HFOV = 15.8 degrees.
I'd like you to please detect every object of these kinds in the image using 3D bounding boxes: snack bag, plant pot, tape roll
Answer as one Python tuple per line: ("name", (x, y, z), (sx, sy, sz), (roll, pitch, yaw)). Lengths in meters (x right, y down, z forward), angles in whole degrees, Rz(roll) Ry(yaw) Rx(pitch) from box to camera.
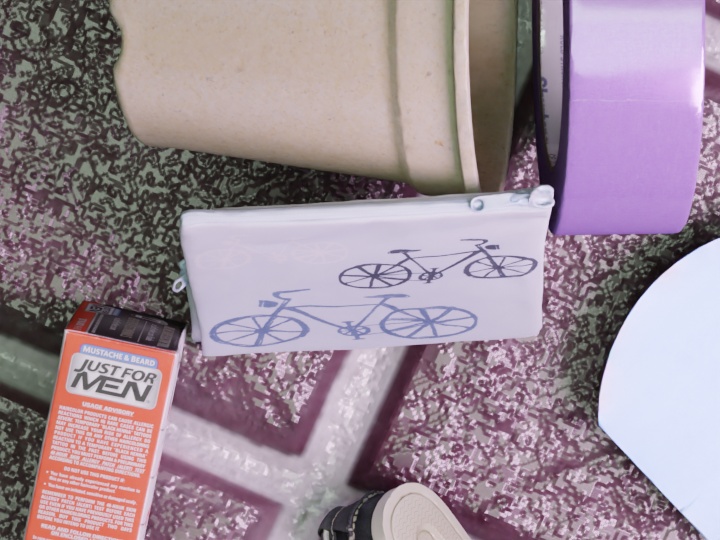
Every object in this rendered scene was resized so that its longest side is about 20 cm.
("snack bag", (0.000, 0.000, 1.307), (0.188, 0.200, 0.021), (-3, 69, 1))
("plant pot", (-0.023, -0.126, 1.299), (0.183, 0.200, 0.201), (1, 97, 10))
("tape roll", (0.124, -0.118, 1.284), (0.066, 0.200, 0.200), (0, 97, -1))

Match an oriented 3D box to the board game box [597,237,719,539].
("board game box", (0.223, 0.071, 1.393), (0.158, 0.039, 0.200), (-44, 101, -1))

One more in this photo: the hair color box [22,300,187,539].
("hair color box", (-0.141, 0.125, 1.354), (0.064, 0.111, 0.200), (13, 96, -3))

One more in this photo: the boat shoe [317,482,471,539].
("boat shoe", (0.049, 0.205, 1.400), (0.068, 0.072, 0.200), (-22, 107, 38))
